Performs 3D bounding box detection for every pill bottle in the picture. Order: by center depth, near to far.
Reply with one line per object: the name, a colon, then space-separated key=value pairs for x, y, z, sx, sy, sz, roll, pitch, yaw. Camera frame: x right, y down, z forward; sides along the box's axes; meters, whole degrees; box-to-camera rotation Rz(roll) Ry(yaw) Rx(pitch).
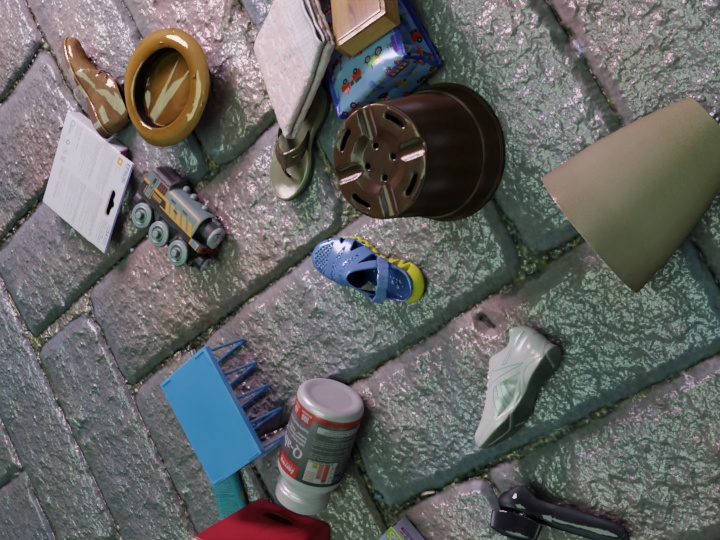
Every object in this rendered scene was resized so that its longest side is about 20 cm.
pill bottle: x=-0.072 y=0.291 z=1.541 sx=0.115 sy=0.115 sz=0.204 roll=27 pitch=113 yaw=26

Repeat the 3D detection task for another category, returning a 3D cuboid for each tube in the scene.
tube: x=-0.253 y=0.376 z=1.724 sx=0.076 sy=0.050 sz=0.204 roll=-8 pitch=99 yaw=38

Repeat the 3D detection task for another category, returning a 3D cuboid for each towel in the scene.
towel: x=-0.106 y=-0.339 z=1.426 sx=0.192 sy=0.032 sz=0.203 roll=-59 pitch=41 yaw=46

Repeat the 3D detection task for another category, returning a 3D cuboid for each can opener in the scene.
can opener: x=0.288 y=0.360 z=1.350 sx=0.196 sy=0.063 sz=0.080 roll=7 pitch=76 yaw=23

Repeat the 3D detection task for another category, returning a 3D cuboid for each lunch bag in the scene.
lunch bag: x=0.008 y=-0.348 z=1.393 sx=0.150 sy=0.093 sz=0.203 roll=-36 pitch=68 yaw=35

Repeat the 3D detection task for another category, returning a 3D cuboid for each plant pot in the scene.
plant pot: x=0.359 y=-0.109 z=1.153 sx=0.199 sy=0.187 sz=0.189 roll=-41 pitch=76 yaw=17
plant pot: x=0.075 y=-0.159 z=1.308 sx=0.197 sy=0.197 sz=0.205 roll=6 pitch=102 yaw=32

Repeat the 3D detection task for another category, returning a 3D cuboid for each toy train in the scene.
toy train: x=-0.324 y=-0.092 z=1.664 sx=0.200 sy=0.085 sz=0.115 roll=43 pitch=110 yaw=20

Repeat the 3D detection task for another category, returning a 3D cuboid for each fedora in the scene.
fedora: x=-0.319 y=-0.313 z=1.614 sx=0.197 sy=0.081 sz=0.206 roll=3 pitch=97 yaw=30

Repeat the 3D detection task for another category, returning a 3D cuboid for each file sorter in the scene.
file sorter: x=-0.225 y=0.240 z=1.631 sx=0.138 sy=0.122 sz=0.202 roll=-37 pitch=78 yaw=33

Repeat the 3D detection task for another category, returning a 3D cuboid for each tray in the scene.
tray: x=0.000 y=-0.419 z=1.353 sx=0.098 sy=0.037 sz=0.204 roll=-26 pitch=58 yaw=36

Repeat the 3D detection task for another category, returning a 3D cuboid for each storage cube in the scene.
storage cube: x=-0.170 y=0.531 z=1.614 sx=0.168 sy=0.179 sz=0.205 roll=10 pitch=104 yaw=31

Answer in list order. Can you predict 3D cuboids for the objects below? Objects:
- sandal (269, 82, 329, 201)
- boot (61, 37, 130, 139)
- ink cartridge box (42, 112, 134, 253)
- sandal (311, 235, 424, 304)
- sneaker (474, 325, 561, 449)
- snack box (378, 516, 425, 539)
sandal: x=-0.110 y=-0.211 z=1.506 sx=0.079 sy=0.057 sz=0.205 roll=28 pitch=113 yaw=26
boot: x=-0.487 y=-0.352 z=1.740 sx=0.075 sy=0.074 sz=0.203 roll=-28 pitch=87 yaw=15
ink cartridge box: x=-0.514 y=-0.169 z=1.798 sx=0.199 sy=0.043 sz=0.199 roll=35 pitch=115 yaw=21
sandal: x=0.000 y=0.000 z=1.457 sx=0.197 sy=0.086 sz=0.081 roll=17 pitch=110 yaw=32
sneaker: x=0.216 y=0.170 z=1.362 sx=0.080 sy=0.070 sz=0.203 roll=44 pitch=118 yaw=36
snack box: x=0.089 y=0.524 z=1.514 sx=0.200 sy=0.053 sz=0.143 roll=48 pitch=120 yaw=18
